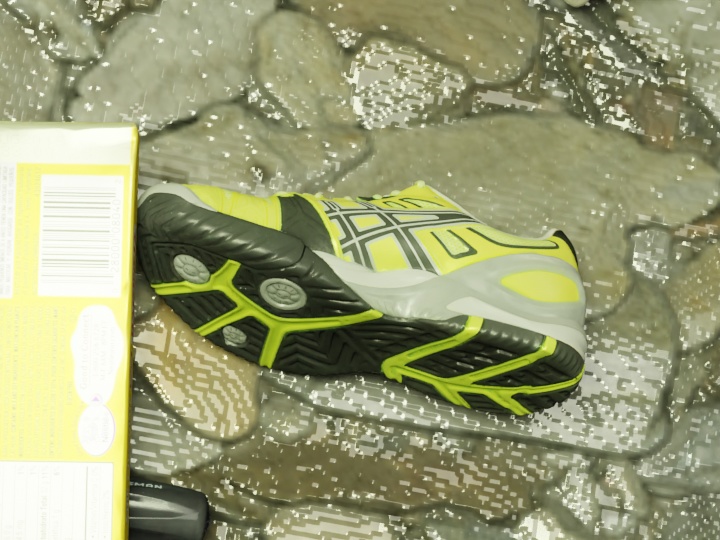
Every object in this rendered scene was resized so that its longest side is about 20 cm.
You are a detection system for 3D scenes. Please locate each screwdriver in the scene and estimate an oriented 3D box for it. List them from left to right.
[{"bbox_3d":[-0.160,0.088,1.070,0.198,0.028,0.029,11,45,-1],"label":"screwdriver"}]

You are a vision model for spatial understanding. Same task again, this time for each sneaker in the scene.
[{"bbox_3d":[0.000,0.000,1.102,0.199,0.076,0.077,18,53,-8],"label":"sneaker"}]

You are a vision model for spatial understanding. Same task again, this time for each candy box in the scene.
[{"bbox_3d":[-0.142,0.040,1.051,0.101,0.026,0.202,1,82,2],"label":"candy box"}]

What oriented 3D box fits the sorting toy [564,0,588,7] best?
[{"bbox_3d":[0.195,-0.199,1.121,0.198,0.180,0.108,-7,77,-12],"label":"sorting toy"}]
